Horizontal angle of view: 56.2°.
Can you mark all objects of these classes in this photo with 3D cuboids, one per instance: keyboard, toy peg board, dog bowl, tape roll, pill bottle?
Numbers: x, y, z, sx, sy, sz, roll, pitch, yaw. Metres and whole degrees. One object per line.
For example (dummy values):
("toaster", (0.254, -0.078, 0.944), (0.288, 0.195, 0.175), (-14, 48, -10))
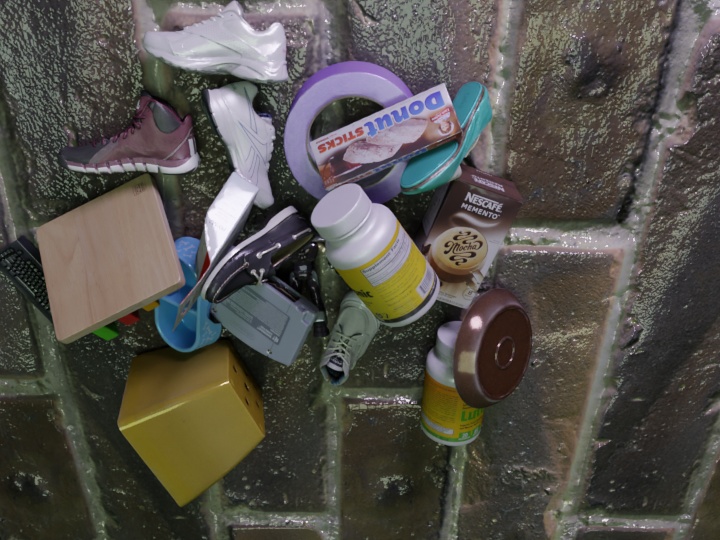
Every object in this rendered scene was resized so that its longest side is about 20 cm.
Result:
("keyboard", (-0.504, 0.027, 1.123), (0.127, 0.021, 0.200), (-27, 117, 15))
("toy peg board", (-0.362, -0.007, 1.024), (0.198, 0.201, 0.098), (-26, 155, 3))
("dog bowl", (-0.283, 0.045, 1.090), (0.111, 0.050, 0.201), (22, 121, 20))
("tape roll", (-0.009, -0.192, 0.971), (0.199, 0.066, 0.201), (0, 119, 0))
("pill bottle", (0.165, 0.193, 1.165), (0.110, 0.111, 0.201), (2, 120, -1))
("pill bottle", (0.019, -0.022, 0.942), (0.111, 0.112, 0.200), (-28, 124, 15))

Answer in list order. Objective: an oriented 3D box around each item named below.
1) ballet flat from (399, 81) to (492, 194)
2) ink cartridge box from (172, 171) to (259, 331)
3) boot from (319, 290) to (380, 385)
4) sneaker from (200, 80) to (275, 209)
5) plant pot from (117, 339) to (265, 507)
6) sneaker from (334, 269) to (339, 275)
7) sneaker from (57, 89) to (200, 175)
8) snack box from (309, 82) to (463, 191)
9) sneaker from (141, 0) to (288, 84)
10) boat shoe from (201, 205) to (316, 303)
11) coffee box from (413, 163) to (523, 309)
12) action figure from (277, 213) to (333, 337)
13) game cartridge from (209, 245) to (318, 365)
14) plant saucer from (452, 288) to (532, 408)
("ballet flat", (0.129, -0.169, 0.937), (0.201, 0.067, 0.070), (-57, 135, -16))
("ink cartridge box", (-0.222, -0.023, 0.953), (0.047, 0.201, 0.160), (33, 155, -7))
("boot", (-0.019, 0.118, 1.085), (0.073, 0.096, 0.200), (23, 149, 9))
("sneaker", (-0.157, -0.178, 0.977), (0.087, 0.075, 0.201), (-27, 129, -13))
("plant pot", (-0.271, 0.237, 1.153), (0.175, 0.200, 0.201), (-24, 118, 1))
("sneaker", (0.000, 0.000, 1.056), (0.078, 0.089, 0.201), (3, 125, 47))
("sneaker", (-0.334, -0.201, 0.969), (0.199, 0.076, 0.116), (-2, 115, -11))
("snack box", (0.033, -0.177, 0.908), (0.199, 0.024, 0.072), (-21, 80, 12))
("sneaker", (-0.191, -0.312, 0.907), (0.198, 0.078, 0.100), (7, 103, -4))
("boat shoe", (-0.144, -0.014, 0.978), (0.060, 0.200, 0.074), (40, 146, 8))
("coffee box", (0.152, -0.054, 1.041), (0.112, 0.080, 0.201), (17, 119, -9))
("action figure", (-0.092, 0.007, 1.085), (0.129, 0.069, 0.201), (0, 106, 8))
("game cartridge", (-0.170, 0.058, 1.084), (0.199, 0.040, 0.134), (35, 122, 10))
("plant saucer", (0.224, 0.131, 1.097), (0.199, 0.034, 0.202), (-11, 106, -42))
